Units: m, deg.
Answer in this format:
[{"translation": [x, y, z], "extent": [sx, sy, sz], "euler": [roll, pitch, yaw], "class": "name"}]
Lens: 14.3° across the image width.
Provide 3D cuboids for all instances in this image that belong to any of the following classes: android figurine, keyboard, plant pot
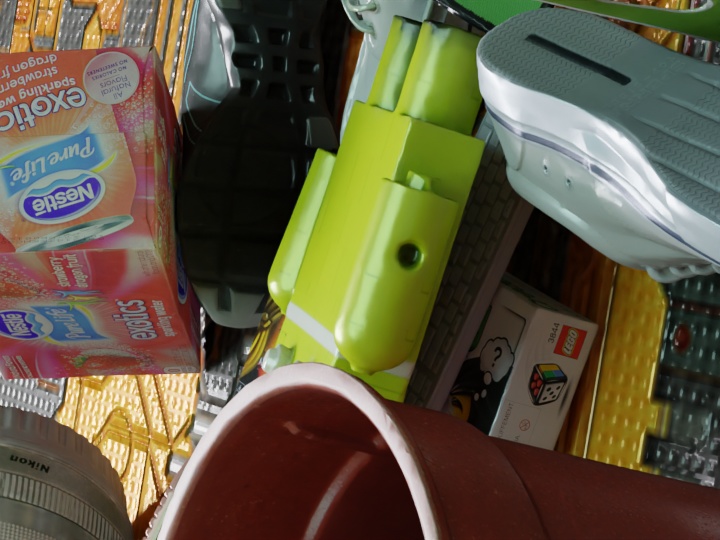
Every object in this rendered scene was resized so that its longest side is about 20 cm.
[{"translation": [0.000, 0.000, 1.115], "extent": [0.182, 0.041, 0.201], "euler": [-141, 70, -77], "class": "android figurine"}, {"translation": [0.035, 0.003, 1.119], "extent": [0.056, 0.011, 0.201], "euler": [37, 104, 58], "class": "keyboard"}, {"translation": [0.056, 0.141, 0.929], "extent": [0.200, 0.194, 0.202], "euler": [-23, 63, 56], "class": "plant pot"}]

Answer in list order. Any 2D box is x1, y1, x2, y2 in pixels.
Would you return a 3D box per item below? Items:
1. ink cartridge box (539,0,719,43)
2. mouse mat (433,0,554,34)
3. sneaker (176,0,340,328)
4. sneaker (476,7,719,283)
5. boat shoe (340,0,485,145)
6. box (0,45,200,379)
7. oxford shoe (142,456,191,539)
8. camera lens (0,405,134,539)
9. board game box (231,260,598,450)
[{"translation": [0.127, -0.141, 0.924], "extent": [0.200, 0.147, 0.076], "euler": [-20, 65, 57], "class": "ink cartridge box"}, {"translation": [0.060, -0.202, 1.103], "extent": [0.161, 0.008, 0.201], "euler": [37, 97, 38], "class": "mouse mat"}, {"translation": [-0.046, -0.072, 1.308], "extent": [0.079, 0.075, 0.201], "euler": [147, 129, -77], "class": "sneaker"}, {"translation": [0.118, -0.029, 1.005], "extent": [0.200, 0.073, 0.071], "euler": [37, 152, 47], "class": "sneaker"}, {"translation": [0.022, -0.123, 1.186], "extent": [0.074, 0.066, 0.201], "euler": [52, 127, 52], "class": "boat shoe"}, {"translation": [-0.130, -0.021, 1.303], "extent": [0.200, 0.102, 0.095], "euler": [85, -176, -73], "class": "box"}, {"translation": [-0.062, 0.180, 1.273], "extent": [0.074, 0.071, 0.201], "euler": [10, 95, 39], "class": "oxford shoe"}, {"translation": [-0.187, 0.184, 1.350], "extent": [0.160, 0.159, 0.201], "euler": [-53, 25, 40], "class": "camera lens"}, {"translation": [0.014, 0.048, 1.176], "extent": [0.200, 0.034, 0.127], "euler": [31, 103, 58], "class": "board game box"}]
